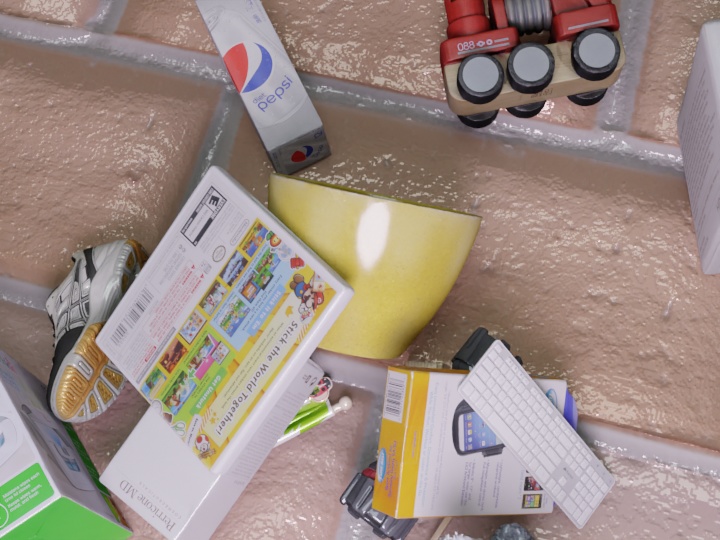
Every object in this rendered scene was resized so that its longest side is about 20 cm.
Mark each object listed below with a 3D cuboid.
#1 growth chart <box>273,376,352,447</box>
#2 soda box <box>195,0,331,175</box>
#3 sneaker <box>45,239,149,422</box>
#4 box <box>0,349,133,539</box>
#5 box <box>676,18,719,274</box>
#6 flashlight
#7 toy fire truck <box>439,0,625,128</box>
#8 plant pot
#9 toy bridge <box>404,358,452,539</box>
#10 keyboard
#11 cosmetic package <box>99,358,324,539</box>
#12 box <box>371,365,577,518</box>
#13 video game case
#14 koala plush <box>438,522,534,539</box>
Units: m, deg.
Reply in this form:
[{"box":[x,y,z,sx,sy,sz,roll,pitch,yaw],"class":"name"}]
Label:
[{"box":[-0.116,0.088,1.118,0.144,0.018,0.201,-32,68,-5],"class":"growth chart"},{"box":[-0.101,-0.200,1.197,0.063,0.068,0.201,-25,69,-3],"class":"soda box"},{"box":[-0.266,0.060,1.111,0.087,0.076,0.201,-3,48,21],"class":"sneaker"},{"box":[-0.306,0.170,1.013,0.096,0.200,0.177,-33,68,-7],"class":"box"},{"box":[0.401,-0.114,1.033,0.197,0.200,0.173,-6,71,5],"class":"box"},{"box":[0.064,0.141,1.019,0.068,0.068,0.201,34,75,8],"class":"flashlight"},{"box":[0.159,-0.259,1.173,0.174,0.129,0.202,-11,78,2],"class":"toy fire truck"},{"box":[0.000,0.000,1.060,0.198,0.200,0.143,13,94,11],"class":"plant pot"},{"box":[0.065,0.177,1.056,0.067,0.027,0.202,4,70,6],"class":"toy bridge"},{"box":[0.154,0.143,0.993,0.056,0.200,0.011,-52,29,-20],"class":"keyboard"},{"box":[-0.134,0.141,1.052,0.101,0.074,0.201,32,84,22],"class":"cosmetic package"},{"box":[0.104,0.147,0.989,0.041,0.199,0.120,6,89,53],"class":"box"},{"box":[-0.123,0.041,1.005,0.182,0.023,0.201,42,102,26],"class":"video game case"},{"box":[0.102,0.295,0.902,0.182,0.200,0.178,-21,68,-12],"class":"koala plush"}]
